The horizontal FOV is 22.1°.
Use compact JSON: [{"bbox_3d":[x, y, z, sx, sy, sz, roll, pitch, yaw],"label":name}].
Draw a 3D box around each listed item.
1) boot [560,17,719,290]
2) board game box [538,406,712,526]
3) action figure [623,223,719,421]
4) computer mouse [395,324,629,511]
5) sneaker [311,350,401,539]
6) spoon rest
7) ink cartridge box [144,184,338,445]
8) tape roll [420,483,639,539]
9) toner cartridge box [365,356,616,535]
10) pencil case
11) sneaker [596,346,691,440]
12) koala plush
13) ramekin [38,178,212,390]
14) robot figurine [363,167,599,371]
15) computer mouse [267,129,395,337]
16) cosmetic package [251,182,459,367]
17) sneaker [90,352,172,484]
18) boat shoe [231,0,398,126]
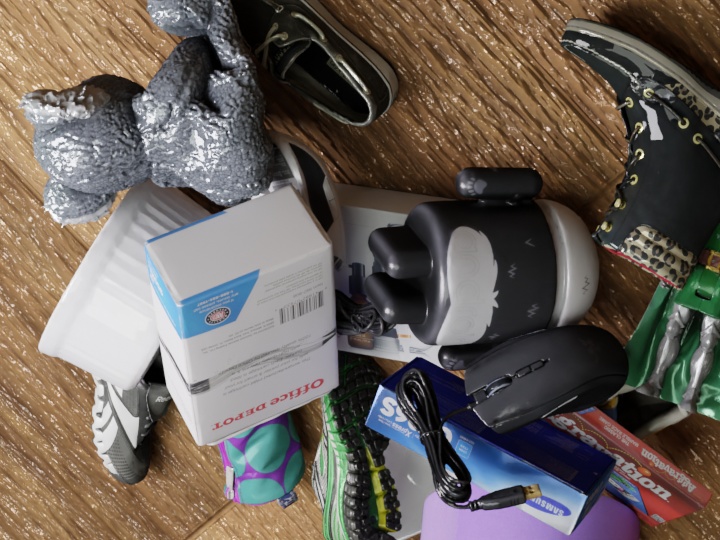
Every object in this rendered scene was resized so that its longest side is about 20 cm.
[{"bbox_3d":[0.222,-0.096,1.490,0.202,0.073,0.155,32,92,1],"label":"boot"},{"bbox_3d":[0.202,0.152,1.603,0.199,0.020,0.103,36,155,-5],"label":"board game box"},{"bbox_3d":[0.289,0.015,1.531,0.117,0.055,0.202,19,93,17],"label":"action figure"},{"bbox_3d":[0.137,0.116,1.502,0.198,0.142,0.046,-14,152,-8],"label":"computer mouse"},{"bbox_3d":[-0.019,0.171,1.747,0.085,0.077,0.203,-10,81,48],"label":"sneaker"},{"bbox_3d":[0.033,0.231,1.792,0.099,0.061,0.201,37,125,5],"label":"spoon rest"},{"bbox_3d":[-0.101,0.042,1.601,0.084,0.143,0.201,55,159,36],"label":"ink cartridge box"},{"bbox_3d":[0.153,0.252,1.670,0.198,0.066,0.201,6,157,3],"label":"tape roll"},{"bbox_3d":[0.111,0.147,1.566,0.199,0.095,0.044,27,113,16],"label":"toner cartridge box"},{"bbox_3d":[-0.118,0.134,1.773,0.085,0.092,0.202,14,134,44],"label":"pencil case"},{"bbox_3d":[0.212,0.117,1.633,0.199,0.090,0.075,-21,106,31],"label":"sneaker"},{"bbox_3d":[-0.188,-0.123,1.568,0.198,0.185,0.178,-15,144,-14],"label":"koala plush"},{"bbox_3d":[-0.206,0.013,1.709,0.097,0.201,0.201,31,125,-4],"label":"ramekin"},{"bbox_3d":[0.105,0.000,1.568,0.198,0.126,0.151,-3,152,-17],"label":"robot figurine"},{"bbox_3d":[-0.031,-0.037,1.622,0.109,0.044,0.202,-1,113,64],"label":"computer mouse"},{"bbox_3d":[0.000,0.000,1.693,0.198,0.052,0.152,8,116,20],"label":"cosmetic package"},{"bbox_3d":[-0.224,0.131,1.852,0.090,0.066,0.202,7,116,24],"label":"sneaker"},{"bbox_3d":[-0.057,-0.199,1.604,0.199,0.064,0.071,35,125,5],"label":"boat shoe"}]
